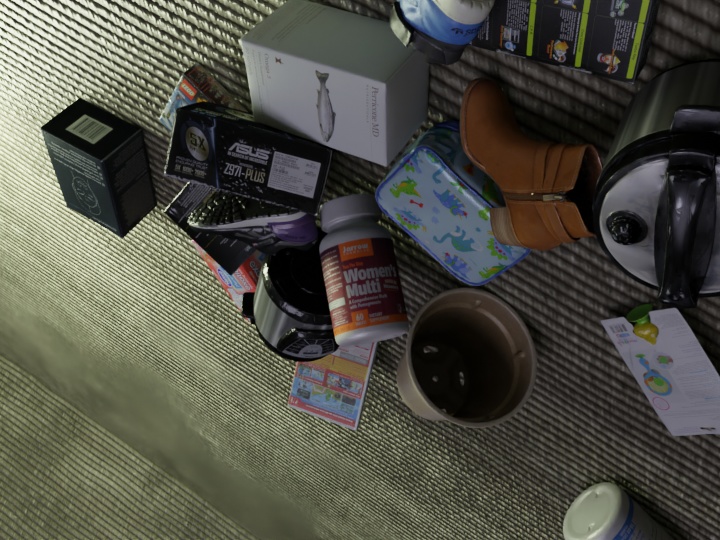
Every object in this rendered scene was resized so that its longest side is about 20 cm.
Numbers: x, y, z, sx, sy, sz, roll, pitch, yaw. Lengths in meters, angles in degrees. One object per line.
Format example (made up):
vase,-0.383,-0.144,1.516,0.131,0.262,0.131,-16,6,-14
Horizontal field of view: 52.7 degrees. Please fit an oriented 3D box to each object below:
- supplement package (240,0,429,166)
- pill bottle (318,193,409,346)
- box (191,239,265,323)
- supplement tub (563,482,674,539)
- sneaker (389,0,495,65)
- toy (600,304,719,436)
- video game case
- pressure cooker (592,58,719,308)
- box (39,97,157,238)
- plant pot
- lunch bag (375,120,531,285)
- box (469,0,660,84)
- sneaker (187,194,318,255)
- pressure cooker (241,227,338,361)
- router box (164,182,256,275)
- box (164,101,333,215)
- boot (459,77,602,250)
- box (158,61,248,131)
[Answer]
supplement package,-0.027,-0.230,0.877,0.198,0.118,0.118,22,141,22
pill bottle,0.000,0.000,1.045,0.109,0.108,0.203,-24,74,52
box,-0.195,-0.007,1.304,0.102,0.095,0.201,-4,127,44
supplement tub,0.452,0.469,1.225,0.200,0.132,0.132,42,145,-7
sneaker,0.051,-0.299,0.730,0.201,0.076,0.111,57,153,13
toy,0.413,0.125,0.943,0.201,0.047,0.115,52,147,-13
video game case,-0.047,0.171,1.316,0.141,0.017,0.203,16,99,17
pressure cooker,0.308,-0.073,0.671,0.176,0.201,0.178,42,141,-9
box,-0.478,-0.187,1.347,0.147,0.107,0.201,27,143,15
plant pot,0.141,0.150,1.118,0.200,0.201,0.184,37,157,1
lunch bag,0.125,-0.082,0.939,0.200,0.083,0.161,41,145,-4
box,0.186,-0.291,0.677,0.191,0.048,0.202,19,141,23
sneaker,-0.158,-0.056,1.062,0.197,0.076,0.088,0,129,20
pressure cooker,-0.086,0.050,1.192,0.176,0.178,0.201,43,146,11
router box,-0.194,-0.103,1.123,0.149,0.051,0.199,45,127,-10
box,-0.137,-0.153,0.958,0.197,0.164,0.087,14,105,-3
boot,0.182,-0.120,0.776,0.155,0.076,0.203,178,82,-66
box,-0.214,-0.208,1.140,0.200,0.040,0.137,45,145,-9
